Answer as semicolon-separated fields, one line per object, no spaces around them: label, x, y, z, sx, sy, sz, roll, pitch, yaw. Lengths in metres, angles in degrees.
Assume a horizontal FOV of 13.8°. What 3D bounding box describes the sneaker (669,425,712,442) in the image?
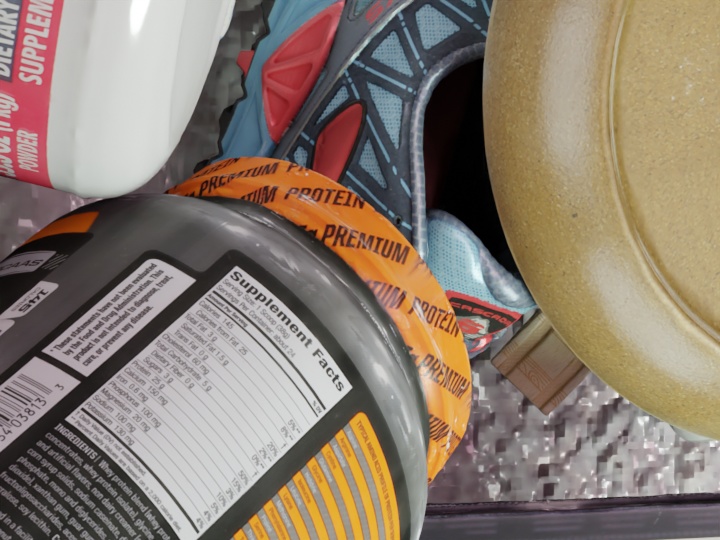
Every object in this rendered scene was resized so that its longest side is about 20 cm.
sneaker;0.126;-0.052;0.898;0.080;0.070;0.201;35;74;-22

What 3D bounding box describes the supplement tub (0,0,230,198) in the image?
supplement tub;-0.125;-0.105;0.676;0.199;0.140;0.141;14;82;1

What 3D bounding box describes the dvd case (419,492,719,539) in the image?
dvd case;0.066;0.161;0.813;0.148;0.016;0.201;-2;100;-3

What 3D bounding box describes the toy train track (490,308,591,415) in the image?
toy train track;0.055;-0.037;0.843;0.200;0.033;0.115;43;87;-4

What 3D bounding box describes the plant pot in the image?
plant pot;0.127;-0.049;0.766;0.199;0.027;0.201;-4;102;-20

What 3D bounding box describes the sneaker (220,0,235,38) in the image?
sneaker;-0.026;-0.126;0.812;0.199;0.080;0.147;-1;99;-33

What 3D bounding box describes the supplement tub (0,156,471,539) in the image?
supplement tub;-0.067;0.064;0.673;0.200;0.122;0.123;-42;111;-41

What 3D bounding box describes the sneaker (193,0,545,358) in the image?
sneaker;0.000;0.000;0.785;0.079;0.095;0.201;5;109;-50
